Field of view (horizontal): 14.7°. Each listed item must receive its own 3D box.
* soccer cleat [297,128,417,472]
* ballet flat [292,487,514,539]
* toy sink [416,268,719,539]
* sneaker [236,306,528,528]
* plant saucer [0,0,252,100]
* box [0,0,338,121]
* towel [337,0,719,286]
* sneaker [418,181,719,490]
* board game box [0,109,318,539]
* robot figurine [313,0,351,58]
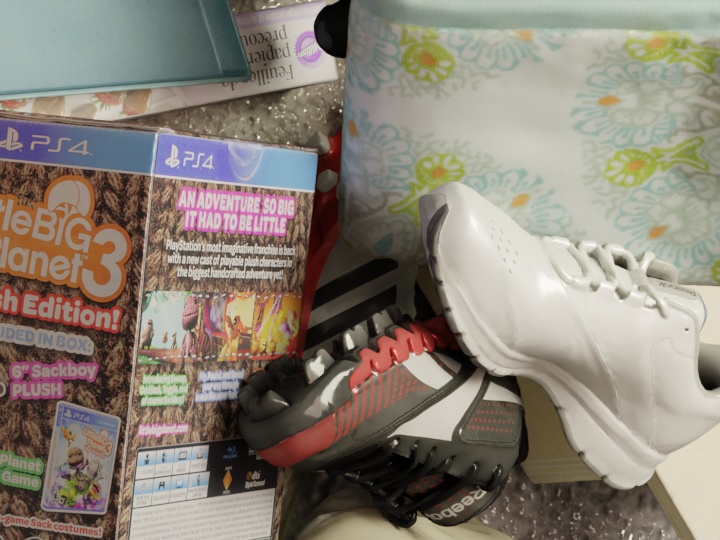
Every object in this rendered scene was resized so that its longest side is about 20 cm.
[{"bbox_3d":[0.000,0.000,1.303,0.085,0.069,0.200,40,70,-36],"label":"soccer cleat"},{"bbox_3d":[0.008,0.131,1.269,0.200,0.069,0.070,14,79,-59],"label":"ballet flat"},{"bbox_3d":[0.132,0.030,1.361,0.130,0.112,0.200,-39,104,-29],"label":"toy sink"},{"bbox_3d":[0.019,0.067,1.195,0.200,0.071,0.098,-13,81,-63],"label":"sneaker"},{"bbox_3d":[-0.126,-0.105,1.171,0.200,0.019,0.070,-10,80,-49],"label":"plant saucer"},{"bbox_3d":[-0.103,-0.087,1.248,0.200,0.041,0.039,-13,95,-33],"label":"box"},{"bbox_3d":[0.092,-0.062,1.189,0.199,0.171,0.048,5,46,1],"label":"towel"},{"bbox_3d":[0.096,0.015,1.204,0.200,0.087,0.075,39,29,-41],"label":"sneaker"},{"bbox_3d":[-0.100,0.039,1.156,0.159,0.097,0.201,3,93,-68],"label":"board game box"},{"bbox_3d":[0.004,-0.187,1.228,0.125,0.200,0.150,-42,110,-28],"label":"robot figurine"}]
